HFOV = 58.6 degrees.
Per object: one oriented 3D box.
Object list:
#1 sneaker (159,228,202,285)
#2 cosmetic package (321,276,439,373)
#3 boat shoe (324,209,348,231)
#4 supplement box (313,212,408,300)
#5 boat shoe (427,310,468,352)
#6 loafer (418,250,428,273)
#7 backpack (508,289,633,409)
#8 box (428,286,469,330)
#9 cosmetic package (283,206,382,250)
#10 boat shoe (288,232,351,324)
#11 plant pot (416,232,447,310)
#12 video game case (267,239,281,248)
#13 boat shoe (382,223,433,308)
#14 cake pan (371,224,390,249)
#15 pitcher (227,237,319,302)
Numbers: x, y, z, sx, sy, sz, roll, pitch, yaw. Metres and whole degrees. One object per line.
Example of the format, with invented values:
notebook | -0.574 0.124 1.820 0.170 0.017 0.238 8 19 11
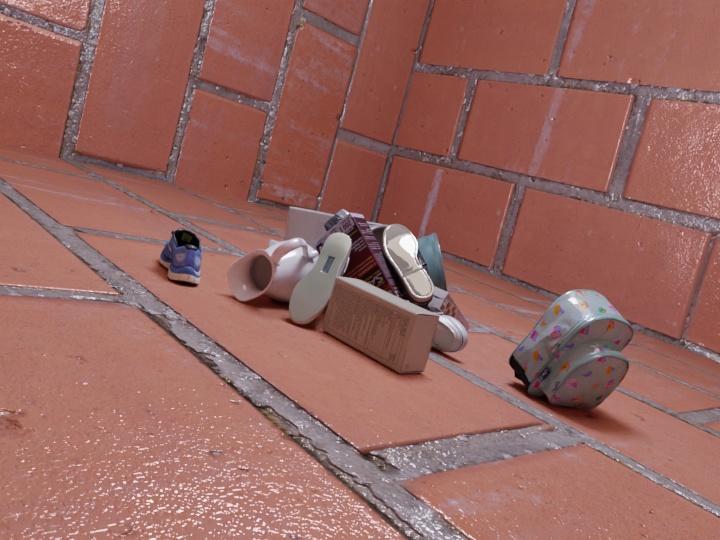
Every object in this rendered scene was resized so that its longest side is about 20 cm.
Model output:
sneaker | -0.345 -0.038 1.264 0.077 0.091 0.199 13 8 -28
cosmetic package | 0.031 0.091 1.111 0.198 0.106 0.072 24 11 40
boat shoe | -0.022 -0.033 1.411 0.071 0.067 0.203 34 -26 52
supplement box | 0.000 0.000 1.286 0.203 0.108 0.061 60 24 13
boat shoe | 0.116 0.105 1.278 0.200 0.076 0.085 29 16 38
loafer | 0.059 0.032 1.371 0.073 0.200 0.072 54 24 17
backpack | 0.389 0.142 1.151 0.172 0.203 0.154 14 23 -30
box | 0.188 0.094 1.370 0.041 0.039 0.200 26 -12 32
cosmetic package | -0.073 -0.056 1.619 0.196 0.171 0.166 13 5 30
boat shoe | -0.069 0.025 1.204 0.069 0.203 0.072 20 -29 15
plant pot | 0.149 0.015 1.680 0.131 0.206 0.200 -11 7 3
video game case | -0.100 0.007 1.443 0.196 0.023 0.183 19 -20 14
boat shoe | 0.091 -0.005 1.286 0.071 0.063 0.203 -14 53 -10
cake pan | 0.054 -0.006 1.545 0.196 0.206 0.036 11 -9 -33
pitcher | -0.138 -0.009 1.252 0.199 0.170 0.124 -2 64 -61
